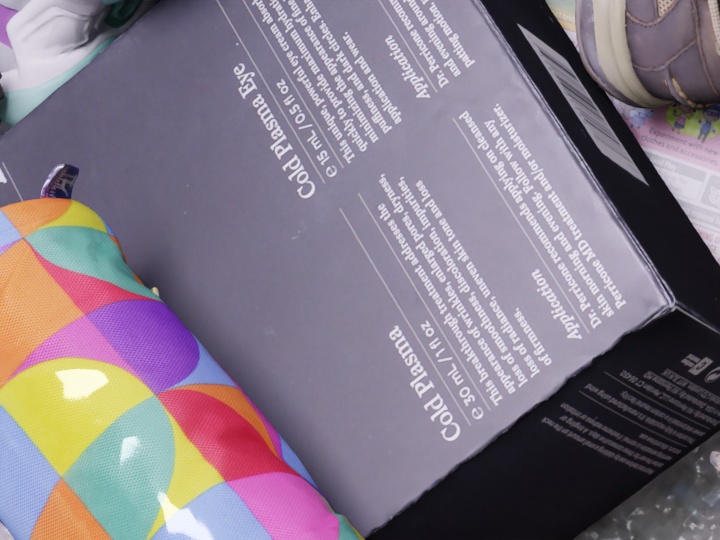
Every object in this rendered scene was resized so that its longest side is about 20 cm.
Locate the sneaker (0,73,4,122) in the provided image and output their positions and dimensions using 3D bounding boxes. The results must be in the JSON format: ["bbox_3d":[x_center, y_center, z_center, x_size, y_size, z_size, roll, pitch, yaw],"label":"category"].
[{"bbox_3d":[-0.193,-0.012,0.989,0.095,0.079,0.200,31,116,10],"label":"sneaker"}]

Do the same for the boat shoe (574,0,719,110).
[{"bbox_3d":[0.120,-0.148,0.913,0.073,0.074,0.201,12,107,35],"label":"boat shoe"}]

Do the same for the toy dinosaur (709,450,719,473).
[{"bbox_3d":[0.162,0.077,0.823,0.086,0.135,0.201,-9,76,24],"label":"toy dinosaur"}]

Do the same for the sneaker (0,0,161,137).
[{"bbox_3d":[-0.118,-0.133,0.965,0.140,0.200,0.078,49,54,4],"label":"sneaker"}]

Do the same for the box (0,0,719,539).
[{"bbox_3d":[0.000,0.000,0.919,0.182,0.104,0.200,-38,62,14],"label":"box"}]

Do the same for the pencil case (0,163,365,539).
[{"bbox_3d":[-0.056,0.062,0.826,0.088,0.088,0.200,-42,62,4],"label":"pencil case"}]

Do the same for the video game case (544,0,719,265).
[{"bbox_3d":[0.125,-0.042,0.962,0.200,0.022,0.182,21,84,20],"label":"video game case"}]
